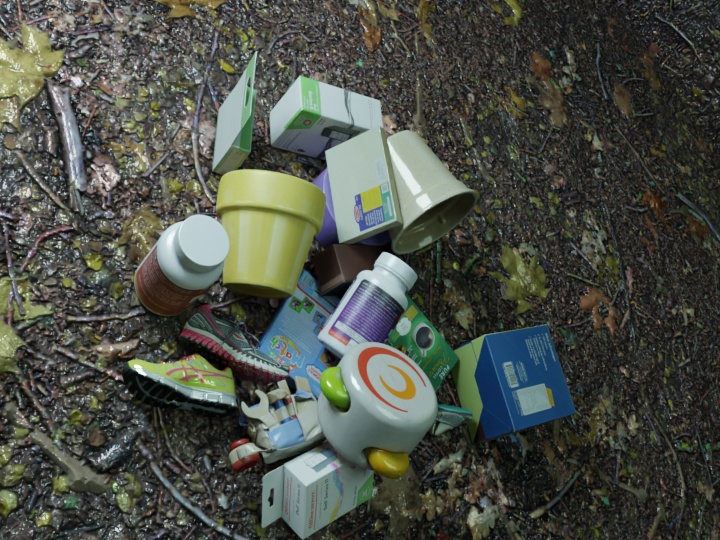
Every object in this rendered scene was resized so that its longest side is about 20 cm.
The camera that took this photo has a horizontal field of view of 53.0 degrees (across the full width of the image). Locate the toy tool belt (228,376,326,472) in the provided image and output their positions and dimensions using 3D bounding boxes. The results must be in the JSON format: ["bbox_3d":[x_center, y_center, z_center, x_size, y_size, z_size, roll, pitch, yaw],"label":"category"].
[{"bbox_3d":[-0.148,0.250,1.210,0.197,0.125,0.125,-8,61,-40],"label":"toy tool belt"}]

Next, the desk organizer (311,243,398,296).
[{"bbox_3d":[0.000,0.000,1.432,0.198,0.071,0.079,1,66,-50],"label":"desk organizer"}]

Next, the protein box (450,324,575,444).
[{"bbox_3d":[0.320,0.239,1.537,0.197,0.134,0.203,-4,71,-37],"label":"protein box"}]

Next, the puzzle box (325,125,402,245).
[{"bbox_3d":[0.003,-0.162,1.392,0.025,0.131,0.205,21,55,-56],"label":"puzzle box"}]

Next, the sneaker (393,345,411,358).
[{"bbox_3d":[0.021,0.199,1.369,0.198,0.077,0.084,-18,94,-40],"label":"sneaker"}]

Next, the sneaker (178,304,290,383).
[{"bbox_3d":[-0.206,0.129,1.231,0.197,0.081,0.076,30,60,-13],"label":"sneaker"}]

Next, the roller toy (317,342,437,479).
[{"bbox_3d":[0.026,0.229,1.196,0.199,0.141,0.182,39,30,10],"label":"roller toy"}]

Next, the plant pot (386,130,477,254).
[{"bbox_3d":[0.103,-0.167,1.442,0.198,0.201,0.186,-17,68,-39],"label":"plant pot"}]

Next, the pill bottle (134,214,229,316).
[{"bbox_3d":[-0.288,-0.009,1.172,0.110,0.199,0.115,15,61,-28],"label":"pill bottle"}]

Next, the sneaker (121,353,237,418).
[{"bbox_3d":[-0.291,0.174,1.175,0.197,0.078,0.092,24,48,-32],"label":"sneaker"}]

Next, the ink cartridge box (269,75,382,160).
[{"bbox_3d":[-0.071,-0.306,1.502,0.196,0.145,0.086,9,64,-31],"label":"ink cartridge box"}]

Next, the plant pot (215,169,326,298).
[{"bbox_3d":[-0.168,-0.056,1.297,0.197,0.199,0.194,14,76,-30],"label":"plant pot"}]

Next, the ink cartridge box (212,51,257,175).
[{"bbox_3d":[-0.220,-0.287,1.350,0.047,0.199,0.149,15,61,-28],"label":"ink cartridge box"}]

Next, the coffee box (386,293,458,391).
[{"bbox_3d":[0.104,0.149,1.483,0.201,0.044,0.123,49,51,-6],"label":"coffee box"}]

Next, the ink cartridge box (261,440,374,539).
[{"bbox_3d":[-0.068,0.363,1.208,0.197,0.067,0.120,-18,124,-39],"label":"ink cartridge box"}]

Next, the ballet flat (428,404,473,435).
[{"bbox_3d":[0.136,0.290,1.437,0.197,0.072,0.074,20,58,-27],"label":"ballet flat"}]

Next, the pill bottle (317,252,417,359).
[{"bbox_3d":[0.018,0.073,1.319,0.111,0.111,0.202,37,79,-15],"label":"pill bottle"}]

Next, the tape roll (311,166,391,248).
[{"bbox_3d":[-0.013,-0.130,1.503,0.197,0.085,0.204,16,60,-29],"label":"tape roll"}]

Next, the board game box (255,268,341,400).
[{"bbox_3d":[-0.098,0.121,1.355,0.151,0.036,0.202,40,51,-15],"label":"board game box"}]
